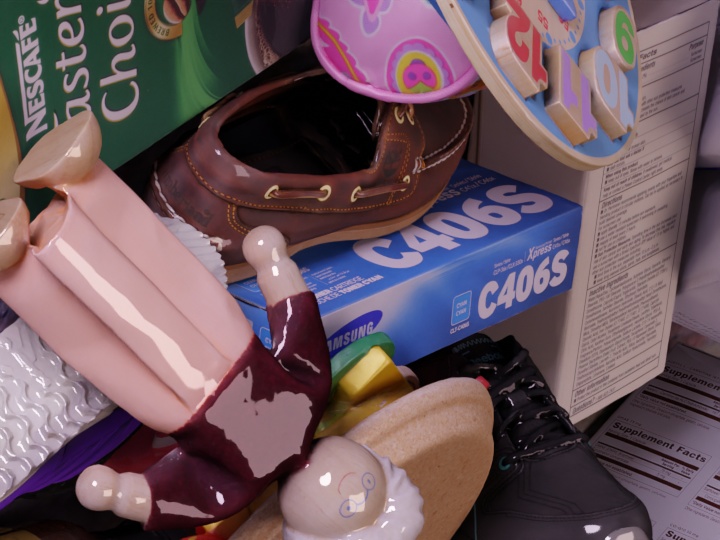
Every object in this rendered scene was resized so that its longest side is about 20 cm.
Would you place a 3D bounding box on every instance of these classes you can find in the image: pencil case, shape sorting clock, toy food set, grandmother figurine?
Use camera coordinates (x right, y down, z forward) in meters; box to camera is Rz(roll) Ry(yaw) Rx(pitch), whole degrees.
[{"bbox_3d":[0.051,-0.124,1.216,0.200,0.087,0.088,-29,132,-63],"label":"pencil case"},{"bbox_3d":[0.059,-0.134,1.110,0.200,0.039,0.201,39,42,-46],"label":"shape sorting clock"},{"bbox_3d":[-0.019,0.110,1.196,0.198,0.049,0.200,-44,160,-4],"label":"toy food set"},{"bbox_3d":[-0.055,0.042,1.051,0.200,0.061,0.121,43,84,-20],"label":"grandmother figurine"}]

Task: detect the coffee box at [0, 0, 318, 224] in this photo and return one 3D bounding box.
[{"bbox_3d":[-0.093,-0.103,1.089,0.200,0.044,0.124,-36,137,-40],"label":"coffee box"}]

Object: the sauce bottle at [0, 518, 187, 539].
[{"bbox_3d":[-0.137,0.132,1.142,0.200,0.066,0.066,-9,116,-54],"label":"sauce bottle"}]

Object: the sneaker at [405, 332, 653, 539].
[{"bbox_3d":[0.058,0.075,1.292,0.075,0.200,0.080,-11,111,-30],"label":"sneaker"}]

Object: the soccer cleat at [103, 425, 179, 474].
[{"bbox_3d":[-0.050,0.065,1.237,0.200,0.066,0.077,-28,135,-49],"label":"soccer cleat"}]

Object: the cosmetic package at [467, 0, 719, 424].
[{"bbox_3d":[0.104,-0.036,1.392,0.103,0.073,0.201,-24,127,-49],"label":"cosmetic package"}]

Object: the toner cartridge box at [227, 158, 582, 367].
[{"bbox_3d":[0.000,0.000,1.241,0.200,0.095,0.043,-23,126,-49],"label":"toner cartridge box"}]

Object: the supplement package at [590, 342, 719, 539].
[{"bbox_3d":[0.182,0.186,1.568,0.200,0.147,0.192,-44,141,-33],"label":"supplement package"}]

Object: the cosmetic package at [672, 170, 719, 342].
[{"bbox_3d":[0.265,-0.048,1.464,0.201,0.164,0.165,-68,-170,-11],"label":"cosmetic package"}]

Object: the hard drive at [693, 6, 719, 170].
[{"bbox_3d":[0.196,-0.112,1.411,0.200,0.025,0.133,-168,-79,-81],"label":"hard drive"}]

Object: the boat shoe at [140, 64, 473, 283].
[{"bbox_3d":[-0.010,-0.051,1.195,0.200,0.070,0.070,-30,159,-51],"label":"boat shoe"}]

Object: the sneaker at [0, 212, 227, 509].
[{"bbox_3d":[-0.137,0.064,1.101,0.200,0.070,0.100,-31,163,-26],"label":"sneaker"}]
